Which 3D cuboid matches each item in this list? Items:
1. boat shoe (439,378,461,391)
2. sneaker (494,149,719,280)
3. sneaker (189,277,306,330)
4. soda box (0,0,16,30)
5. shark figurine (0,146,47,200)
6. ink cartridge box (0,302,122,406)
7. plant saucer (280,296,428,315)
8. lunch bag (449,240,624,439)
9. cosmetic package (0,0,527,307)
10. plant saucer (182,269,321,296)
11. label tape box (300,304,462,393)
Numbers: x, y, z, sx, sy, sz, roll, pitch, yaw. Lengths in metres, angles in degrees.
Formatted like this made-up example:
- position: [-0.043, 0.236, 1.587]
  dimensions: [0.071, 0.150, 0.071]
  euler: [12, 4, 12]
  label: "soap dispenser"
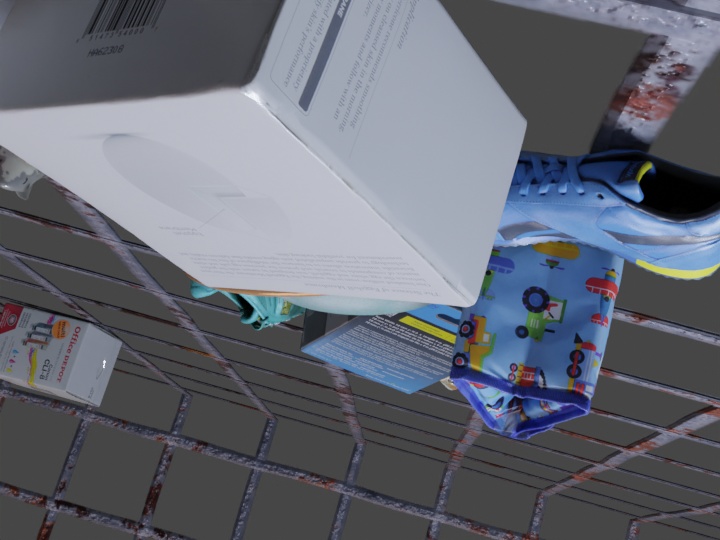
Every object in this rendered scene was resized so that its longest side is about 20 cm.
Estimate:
- position: [0.114, 0.103, 1.167]
  dimensions: [0.200, 0.069, 0.075]
  euler: [1, 159, 45]
  label: "boat shoe"
- position: [0.127, -0.050, 0.615]
  dimensions: [0.200, 0.066, 0.078]
  euler: [12, 153, 14]
  label: "sneaker"
- position: [-0.097, 0.027, 1.094]
  dimensions: [0.200, 0.080, 0.077]
  euler: [25, 163, -33]
  label: "sneaker"
- position: [-0.179, -0.118, 0.683]
  dimensions: [0.200, 0.064, 0.068]
  euler: [29, 161, -39]
  label: "soda box"
- position: [-0.212, -0.073, 0.782]
  dimensions: [0.214, 0.089, 0.128]
  euler: [14, -143, -53]
  label: "shark figurine"
- position: [-0.605, 0.167, 2.033]
  dimensions: [0.200, 0.146, 0.145]
  euler: [11, 164, 17]
  label: "ink cartridge box"
- position: [0.000, 0.000, 0.773]
  dimensions: [0.201, 0.039, 0.201]
  euler: [1, -165, 0]
  label: "plant saucer"
- position: [0.125, 0.035, 0.741]
  dimensions: [0.094, 0.151, 0.200]
  euler: [14, 165, 10]
  label: "lunch bag"
- position: [-0.052, -0.080, 0.537]
  dimensions: [0.199, 0.123, 0.200]
  euler: [3, 154, 37]
  label: "cosmetic package"
- position: [-0.027, -0.030, 0.721]
  dimensions: [0.200, 0.038, 0.200]
  euler: [-3, -162, 1]
  label: "plant saucer"
- position: [0.053, 0.050, 1.024]
  dimensions: [0.144, 0.063, 0.200]
  euler: [24, 148, -26]
  label: "label tape box"
